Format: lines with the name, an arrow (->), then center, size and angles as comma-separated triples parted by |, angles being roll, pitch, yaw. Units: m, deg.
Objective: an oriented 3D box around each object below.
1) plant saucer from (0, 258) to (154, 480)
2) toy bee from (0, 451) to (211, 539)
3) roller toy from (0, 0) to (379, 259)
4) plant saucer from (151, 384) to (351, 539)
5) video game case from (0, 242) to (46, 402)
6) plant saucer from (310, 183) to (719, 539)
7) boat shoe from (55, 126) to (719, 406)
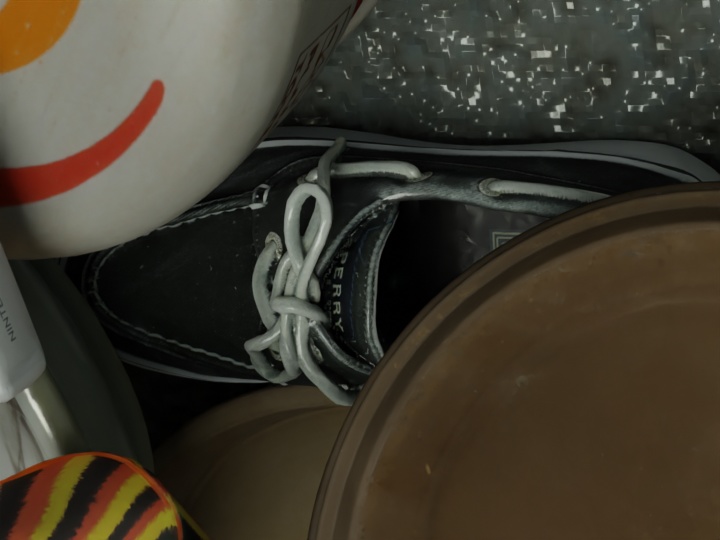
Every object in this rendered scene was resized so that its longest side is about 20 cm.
plant saucer -> -0.110, 0.038, 0.808 | 0.200, 0.050, 0.201 | 39, 146, 33
toy bee -> -0.124, 0.083, 0.705 | 0.199, 0.109, 0.131 | -8, 133, 3
roller toy -> -0.080, -0.103, 0.694 | 0.199, 0.140, 0.183 | -7, 114, 25
plant saucer -> 0.015, 0.116, 0.838 | 0.199, 0.029, 0.201 | 10, 120, 17
video game case -> -0.186, -0.044, 0.685 | 0.199, 0.024, 0.183 | -7, 111, 34
plant saucer -> 0.081, 0.074, 0.653 | 0.199, 0.029, 0.201 | -3, 75, 12
boat shoe -> 0.000, 0.003, 0.752 | 0.198, 0.068, 0.074 | 3, 103, 20
